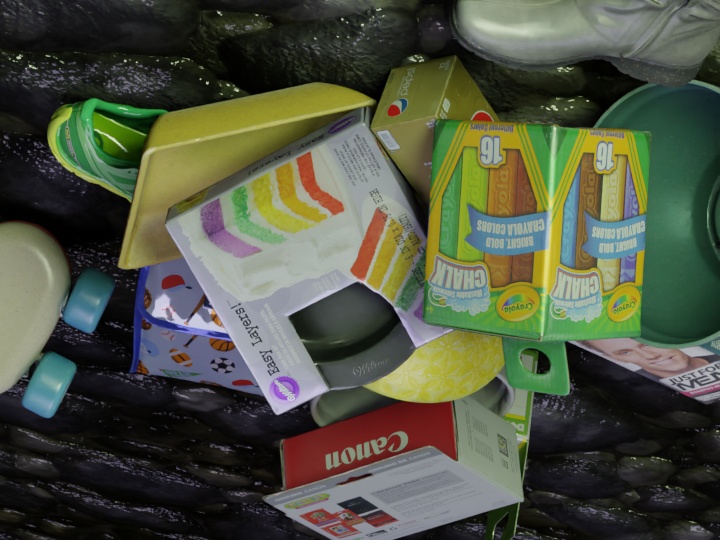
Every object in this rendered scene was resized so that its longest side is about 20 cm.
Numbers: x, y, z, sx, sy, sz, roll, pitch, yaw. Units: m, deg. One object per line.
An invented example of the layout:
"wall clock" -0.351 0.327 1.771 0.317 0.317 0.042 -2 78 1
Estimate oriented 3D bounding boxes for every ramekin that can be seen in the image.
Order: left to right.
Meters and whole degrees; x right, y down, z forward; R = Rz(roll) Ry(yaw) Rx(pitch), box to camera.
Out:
"ramekin" 0.047 0.084 1.858 0.198 0.106 0.201 -4 151 -2

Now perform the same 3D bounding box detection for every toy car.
"toy car" -0.353 0.032 1.919 0.183 0.178 0.200 25 -177 -5

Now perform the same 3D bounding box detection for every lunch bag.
"lunch bag" -0.129 0.025 1.819 0.169 0.124 0.201 11 141 -4

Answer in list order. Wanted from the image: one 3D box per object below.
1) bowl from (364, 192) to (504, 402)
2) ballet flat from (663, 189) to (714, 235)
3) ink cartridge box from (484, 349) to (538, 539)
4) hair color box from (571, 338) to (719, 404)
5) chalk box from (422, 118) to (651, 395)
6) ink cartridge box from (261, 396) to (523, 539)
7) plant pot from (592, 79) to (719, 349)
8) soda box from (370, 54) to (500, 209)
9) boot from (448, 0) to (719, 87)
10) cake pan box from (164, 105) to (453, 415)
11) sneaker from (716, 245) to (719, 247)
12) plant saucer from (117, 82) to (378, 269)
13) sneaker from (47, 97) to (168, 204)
"bowl" 0.054 0.001 1.632 0.199 0.201 0.108 14 140 -10
"ballet flat" 0.202 -0.072 1.585 0.199 0.057 0.067 17 158 0
"ink cartridge box" 0.122 0.191 1.984 0.075 0.201 0.148 12 155 -7
"hair color box" 0.293 0.060 1.809 0.199 0.061 0.100 24 151 -28
"chalk box" 0.131 -0.008 1.434 0.124 0.202 0.123 5 -177 44
"ink cartridge box" 0.028 0.186 1.844 0.199 0.084 0.175 -20 148 26
"plant pot" 0.277 -0.043 1.468 0.134 0.202 0.200 -1 168 -43
"soda box" 0.089 -0.075 1.528 0.064 0.068 0.200 -8 136 33
"boot" 0.169 -0.195 1.313 0.198 0.070 0.132 3 154 -14
"cake pan box" -0.031 -0.002 1.529 0.183 0.052 0.201 -24 109 11
"sneaker" 0.254 -0.001 1.615 0.198 0.081 0.115 8 -179 -33
"plant saucer" -0.102 -0.085 1.567 0.199 0.049 0.200 -14 157 -21
"sneaker" -0.170 -0.088 1.637 0.199 0.075 0.083 22 156 -26
